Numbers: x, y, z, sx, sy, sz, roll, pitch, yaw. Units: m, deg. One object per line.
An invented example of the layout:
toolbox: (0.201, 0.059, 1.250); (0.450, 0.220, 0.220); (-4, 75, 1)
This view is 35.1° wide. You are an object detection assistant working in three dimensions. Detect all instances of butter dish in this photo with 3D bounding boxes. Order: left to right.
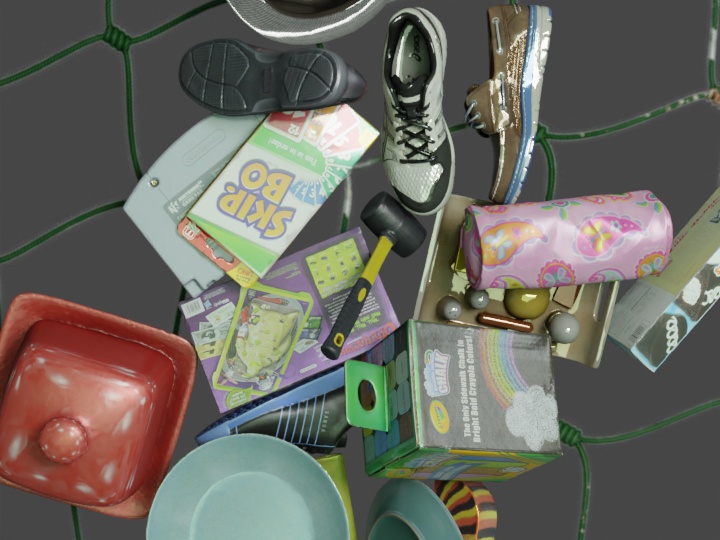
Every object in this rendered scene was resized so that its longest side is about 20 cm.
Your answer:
butter dish: (-0.273, 0.146, 1.093); (0.198, 0.148, 0.202); (17, 96, -7)

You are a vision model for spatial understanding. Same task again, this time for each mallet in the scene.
mallet: (0.000, 0.000, 1.086); (0.066, 0.200, 0.041); (48, 136, -12)

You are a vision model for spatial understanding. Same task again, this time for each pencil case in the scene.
pencil case: (0.197, -0.029, 1.095); (0.198, 0.087, 0.088); (-6, 99, -6)

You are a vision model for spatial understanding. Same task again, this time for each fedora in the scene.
fedora: (-0.053, -0.303, 1.072); (0.199, 0.090, 0.178); (-36, 102, -10)

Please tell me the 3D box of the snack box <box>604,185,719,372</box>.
snack box: (0.328, 0.003, 1.134); (0.037, 0.116, 0.200); (40, 94, -9)

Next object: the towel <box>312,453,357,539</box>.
towel: (-0.043, 0.295, 1.199); (0.085, 0.018, 0.202); (-10, 99, -6)

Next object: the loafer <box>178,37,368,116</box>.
loafer: (-0.083, -0.174, 1.063); (0.199, 0.063, 0.073); (10, 92, 36)

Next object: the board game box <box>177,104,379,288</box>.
board game box: (-0.080, -0.086, 1.098); (0.095, 0.030, 0.200); (40, 90, -9)

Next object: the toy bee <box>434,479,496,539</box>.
toy bee: (0.115, 0.314, 1.167); (0.130, 0.108, 0.202); (-21, 114, -46)

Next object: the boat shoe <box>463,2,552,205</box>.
boat shoe: (0.139, -0.163, 1.124); (0.072, 0.072, 0.202); (8, 87, 1)

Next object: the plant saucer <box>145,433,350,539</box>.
plant saucer: (-0.108, 0.260, 1.114); (0.199, 0.039, 0.203); (0, 85, 4)

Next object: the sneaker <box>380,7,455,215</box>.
sneaker: (0.047, -0.152, 1.093); (0.075, 0.088, 0.202); (-5, 92, 13)

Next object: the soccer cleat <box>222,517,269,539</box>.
soccer cleat: (-0.088, 0.302, 1.155); (0.200, 0.069, 0.078); (40, 102, 5)

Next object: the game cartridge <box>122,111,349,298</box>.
game cartridge: (-0.127, -0.086, 1.120); (0.200, 0.042, 0.134); (-38, 95, -4)

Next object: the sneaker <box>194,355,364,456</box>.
sneaker: (-0.065, 0.157, 1.149); (0.199, 0.070, 0.078); (-23, 92, -2)

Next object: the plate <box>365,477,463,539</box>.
plate: (0.048, 0.305, 1.119); (0.025, 0.200, 0.202); (-6, 100, -30)

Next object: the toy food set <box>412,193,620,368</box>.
toy food set: (0.160, 0.011, 1.151); (0.198, 0.060, 0.145); (12, 97, -6)

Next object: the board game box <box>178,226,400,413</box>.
board game box: (-0.069, 0.050, 1.140); (0.199, 0.032, 0.121); (-22, 80, 0)

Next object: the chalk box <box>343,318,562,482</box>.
chalk box: (0.072, 0.127, 1.083); (0.198, 0.124, 0.125); (7, 66, -21)
